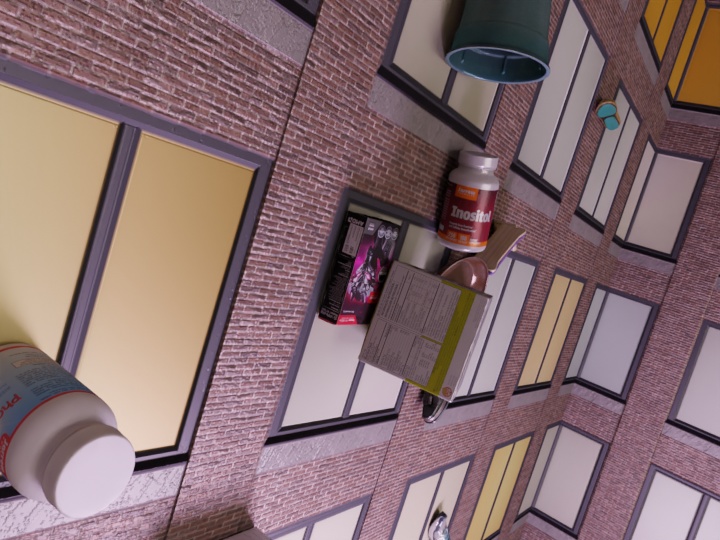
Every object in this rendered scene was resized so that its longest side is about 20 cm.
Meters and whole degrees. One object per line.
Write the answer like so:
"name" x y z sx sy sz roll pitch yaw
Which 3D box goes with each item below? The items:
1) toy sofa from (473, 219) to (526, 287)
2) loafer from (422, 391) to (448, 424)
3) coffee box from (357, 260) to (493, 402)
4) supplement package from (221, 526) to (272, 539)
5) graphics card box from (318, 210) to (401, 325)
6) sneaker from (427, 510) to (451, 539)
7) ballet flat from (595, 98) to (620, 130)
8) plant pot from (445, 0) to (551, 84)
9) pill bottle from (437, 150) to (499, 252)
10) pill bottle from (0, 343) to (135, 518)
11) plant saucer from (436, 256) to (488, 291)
"toy sofa" 0.338 -0.034 1.560 0.200 0.096 0.084 -45 140 -33
"loafer" 0.198 0.289 1.575 0.063 0.071 0.202 46 61 -33
"coffee box" 0.134 0.110 1.212 0.199 0.195 0.204 8 103 -76
"supplement package" -0.224 0.539 1.046 0.199 0.108 0.116 10 99 -57
"graphics card box" 0.000 0.000 1.132 0.125 0.050 0.204 7 100 -57
"sneaker" 0.262 0.851 1.940 0.077 0.085 0.204 -23 126 -48
"ballet flat" 0.808 -0.525 2.019 0.199 0.067 0.064 25 59 -59
"plant pot" 0.272 -0.480 1.155 0.199 0.197 0.201 6 94 -56
"pill bottle" 0.236 -0.151 1.335 0.112 0.112 0.204 -14 118 -51
"pill bottle" -0.318 0.159 0.622 0.108 0.198 0.111 -30 131 -43
"plant saucer" 0.216 0.048 1.444 0.198 0.037 0.203 -23 134 -26
